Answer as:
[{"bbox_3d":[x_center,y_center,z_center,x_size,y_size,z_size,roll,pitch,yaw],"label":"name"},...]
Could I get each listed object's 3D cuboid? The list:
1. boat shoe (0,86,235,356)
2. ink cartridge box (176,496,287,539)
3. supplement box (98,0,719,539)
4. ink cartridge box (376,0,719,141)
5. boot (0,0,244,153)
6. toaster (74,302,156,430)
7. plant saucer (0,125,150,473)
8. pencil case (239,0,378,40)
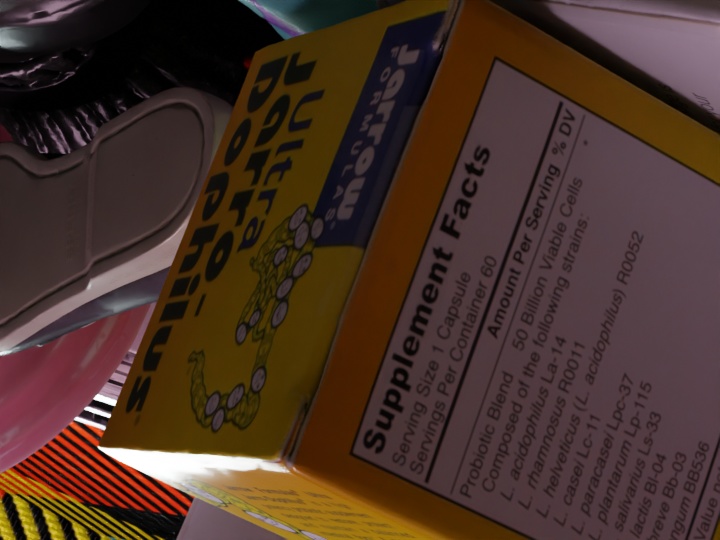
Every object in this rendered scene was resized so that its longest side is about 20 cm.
[{"bbox_3d":[-0.079,-0.006,0.746,0.062,0.073,0.199,17,160,-34],"label":"boat shoe"},{"bbox_3d":[0.029,0.164,0.947,0.144,0.085,0.200,10,160,38],"label":"ink cartridge box"},{"bbox_3d":[0.059,0.033,0.552,0.199,0.110,0.109,27,165,-23],"label":"supplement box"},{"bbox_3d":[0.125,-0.055,0.526,0.199,0.083,0.146,13,165,32],"label":"ink cartridge box"},{"bbox_3d":[-0.089,-0.083,0.745,0.210,0.080,0.158,22,165,50],"label":"boot"},{"bbox_3d":[-0.097,-0.006,0.958,0.198,0.130,0.114,17,165,17],"label":"toaster"},{"bbox_3d":[-0.172,-0.014,0.892,0.199,0.202,0.051,14,161,27],"label":"plant saucer"},{"bbox_3d":[0.013,-0.071,0.624,0.200,0.092,0.085,43,-162,-53],"label":"pencil case"}]
